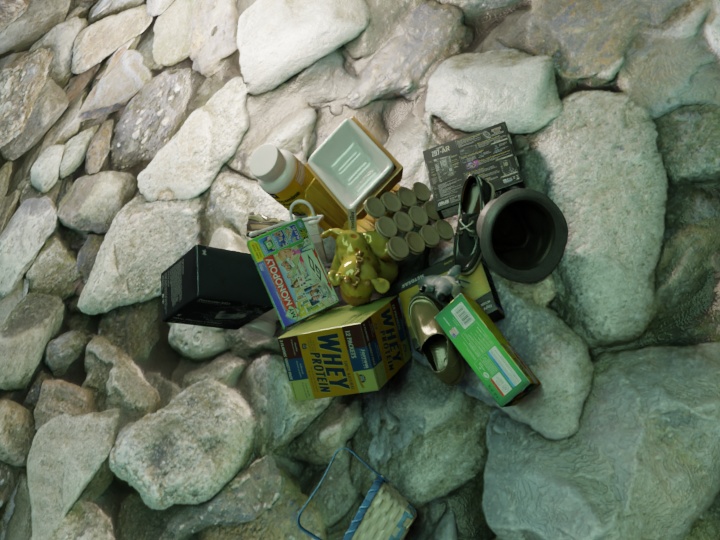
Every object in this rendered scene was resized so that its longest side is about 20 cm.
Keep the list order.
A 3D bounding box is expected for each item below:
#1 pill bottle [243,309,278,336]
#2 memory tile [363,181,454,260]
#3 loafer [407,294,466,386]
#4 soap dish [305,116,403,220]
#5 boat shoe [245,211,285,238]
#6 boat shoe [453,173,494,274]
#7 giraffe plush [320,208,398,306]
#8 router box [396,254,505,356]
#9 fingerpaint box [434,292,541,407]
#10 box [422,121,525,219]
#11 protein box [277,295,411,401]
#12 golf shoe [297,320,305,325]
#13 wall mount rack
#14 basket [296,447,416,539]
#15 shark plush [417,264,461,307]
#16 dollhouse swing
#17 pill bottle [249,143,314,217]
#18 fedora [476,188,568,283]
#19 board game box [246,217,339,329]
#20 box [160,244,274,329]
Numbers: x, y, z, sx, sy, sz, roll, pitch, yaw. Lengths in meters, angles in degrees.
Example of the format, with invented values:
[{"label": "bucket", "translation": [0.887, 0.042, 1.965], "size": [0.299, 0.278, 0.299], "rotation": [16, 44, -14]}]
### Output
[{"label": "pill bottle", "translation": [-0.215, 0.046, 1.800], "size": [0.106, 0.108, 0.205], "rotation": [6, 73, 33]}, {"label": "memory tile", "translation": [0.105, -0.107, 1.613], "size": [0.155, 0.197, 0.017], "rotation": [58, 139, 13]}, {"label": "loafer", "translation": [0.148, 0.129, 1.496], "size": [0.075, 0.067, 0.203], "rotation": [-35, 59, 14]}, {"label": "soap dish", "translation": [-0.010, -0.222, 1.669], "size": [0.157, 0.081, 0.201], "rotation": [-44, 58, 6]}, {"label": "boat shoe", "translation": [-0.216, -0.092, 1.896], "size": [0.197, 0.074, 0.075], "rotation": [17, 88, 45]}, {"label": "boat shoe", "translation": [0.220, -0.095, 1.545], "size": [0.070, 0.067, 0.206], "rotation": [8, 80, 33]}, {"label": "giraffe plush", "translation": [0.000, 0.000, 1.590], "size": [0.168, 0.203, 0.164], "rotation": [-15, 39, 11]}, {"label": "router box", "translation": [0.184, 0.062, 1.575], "size": [0.197, 0.052, 0.161], "rotation": [-28, 57, 19]}, {"label": "fingerpaint box", "translation": [0.237, 0.151, 1.399], "size": [0.073, 0.166, 0.202], "rotation": [-40, 71, 11]}, {"label": "box", "translation": [0.245, -0.218, 1.647], "size": [0.195, 0.044, 0.164], "rotation": [-19, 60, 13]}, {"label": "protein box", "translation": [-0.027, 0.159, 1.553], "size": [0.195, 0.198, 0.139], "rotation": [-12, 98, 27]}, {"label": "golf shoe", "translation": [-0.120, 0.062, 1.679], "size": [0.073, 0.204, 0.092], "rotation": [-9, 26, 16]}, {"label": "wall mount rack", "translation": [-0.151, -0.050, 1.723], "size": [0.169, 0.075, 0.205], "rotation": [-9, 107, 19]}, {"label": "basket", "translation": [-0.005, 0.467, 1.447], "size": [0.198, 0.139, 0.179], "rotation": [34, 87, 7]}, {"label": "shark plush", "translation": [0.149, 0.049, 1.460], "size": [0.081, 0.201, 0.093], "rotation": [10, 109, 3]}, {"label": "dollhouse swing", "translation": [-0.020, -0.169, 1.722], "size": [0.202, 0.181, 0.176], "rotation": [-52, 9, 1]}, {"label": "pill bottle", "translation": [-0.180, -0.221, 1.840], "size": [0.110, 0.199, 0.115], "rotation": [-13, 62, 26]}, {"label": "fedora", "translation": [0.306, -0.076, 1.502], "size": [0.090, 0.196, 0.181], "rotation": [36, 107, 63]}, {"label": "board game box", "translation": [-0.145, 0.006, 1.618], "size": [0.132, 0.029, 0.204], "rotation": [-23, 80, -16]}, {"label": "box", "translation": [-0.314, 0.042, 1.664], "size": [0.198, 0.193, 0.121], "rotation": [-29, 60, 48]}]
